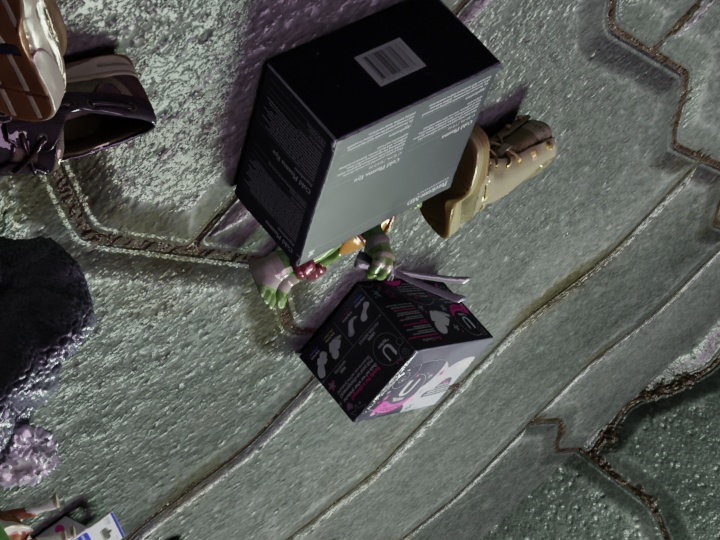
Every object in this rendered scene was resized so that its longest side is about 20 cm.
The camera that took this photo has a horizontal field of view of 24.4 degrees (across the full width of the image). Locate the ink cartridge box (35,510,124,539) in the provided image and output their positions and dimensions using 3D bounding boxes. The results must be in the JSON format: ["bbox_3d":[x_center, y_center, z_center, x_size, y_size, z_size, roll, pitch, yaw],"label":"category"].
[{"bbox_3d":[-0.367,0.340,1.914,0.200,0.037,0.095,-33,157,-14],"label":"ink cartridge box"}]

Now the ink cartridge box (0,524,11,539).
[{"bbox_3d":[-0.374,0.306,1.601,0.104,0.200,0.059,-41,157,1],"label":"ink cartridge box"}]

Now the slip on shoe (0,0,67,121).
[{"bbox_3d":[-0.232,-0.178,1.095,0.200,0.076,0.061,77,24,-58],"label":"slip on shoe"}]

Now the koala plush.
[{"bbox_3d":[-0.303,0.084,1.341,0.184,0.177,0.200,-39,158,-35],"label":"koala plush"}]

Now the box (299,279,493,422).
[{"bbox_3d":[0.046,0.096,2.035,0.132,0.115,0.200,-51,157,23],"label":"box"}]

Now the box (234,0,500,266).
[{"bbox_3d":[0.003,-0.129,1.530,0.200,0.104,0.182,-27,154,-31],"label":"box"}]

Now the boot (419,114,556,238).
[{"bbox_3d":[0.147,-0.128,1.825,0.155,0.073,0.200,-33,159,-20],"label":"boot"}]

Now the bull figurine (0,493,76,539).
[{"bbox_3d":[-0.366,0.287,1.750,0.121,0.065,0.200,-13,160,-6],"label":"bull figurine"}]

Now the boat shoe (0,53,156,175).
[{"bbox_3d":[-0.237,-0.103,1.220,0.200,0.065,0.072,-23,155,-37],"label":"boat shoe"}]

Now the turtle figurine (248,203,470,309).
[{"bbox_3d":[0.000,0.000,1.688,0.194,0.144,0.200,-25,117,7],"label":"turtle figurine"}]
